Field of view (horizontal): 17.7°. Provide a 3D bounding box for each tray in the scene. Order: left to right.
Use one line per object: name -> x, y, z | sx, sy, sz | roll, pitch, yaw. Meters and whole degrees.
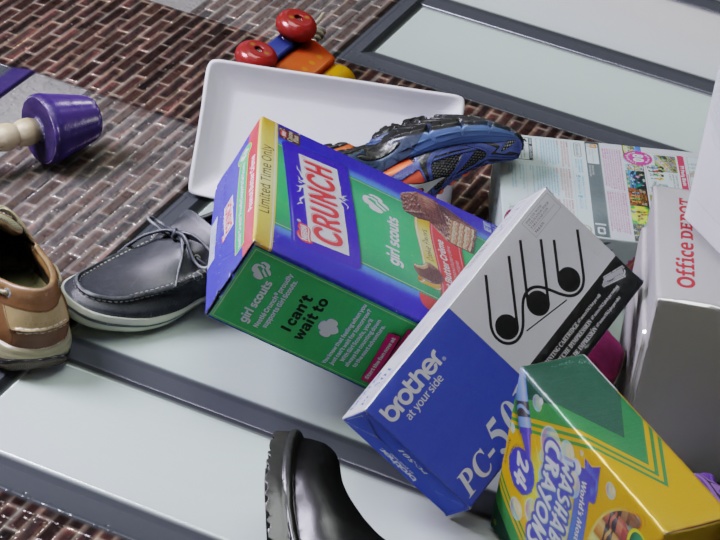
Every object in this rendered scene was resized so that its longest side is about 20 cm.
tray -> -0.026, -0.095, 1.771 | 0.200, 0.107, 0.022 | 9, -1, 0

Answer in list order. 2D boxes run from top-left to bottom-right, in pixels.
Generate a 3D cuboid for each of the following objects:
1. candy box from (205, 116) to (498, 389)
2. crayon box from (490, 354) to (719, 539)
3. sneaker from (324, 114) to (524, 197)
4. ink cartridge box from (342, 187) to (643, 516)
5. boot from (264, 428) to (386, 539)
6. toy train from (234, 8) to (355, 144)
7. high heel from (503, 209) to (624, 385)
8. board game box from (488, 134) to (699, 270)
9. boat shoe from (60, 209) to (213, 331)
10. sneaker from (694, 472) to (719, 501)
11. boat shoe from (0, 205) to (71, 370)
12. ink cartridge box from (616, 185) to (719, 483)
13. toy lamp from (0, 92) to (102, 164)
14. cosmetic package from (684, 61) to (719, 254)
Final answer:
candy box -> 0.000, 0.000, 1.569 | 0.200, 0.077, 0.169 | 24, 30, -15
crayon box -> 0.153, 0.158, 1.370 | 0.052, 0.126, 0.200 | -10, 36, -26
sneaker -> 0.028, -0.067, 1.723 | 0.200, 0.078, 0.075 | -16, 14, -10
ink cartridge box -> 0.087, 0.051, 1.482 | 0.094, 0.044, 0.200 | 44, 68, -8
boot -> 0.025, 0.176, 1.350 | 0.158, 0.079, 0.211 | -3, 44, -5
toy train -> -0.025, -0.153, 1.871 | 0.116, 0.085, 0.200 | 29, 36, 12
high heel -> 0.127, 0.034, 1.586 | 0.096, 0.067, 0.200 | 36, 24, -13
board game box -> 0.199, -0.035, 1.747 | 0.200, 0.064, 0.148 | 6, 33, -1
boat shoe -> -0.124, -0.009, 1.631 | 0.200, 0.062, 0.075 | -17, 42, -32
sneaker -> 0.246, 0.177, 1.411 | 0.083, 0.081, 0.200 | -6, 34, -31
boat shoe -> -0.252, -0.011, 1.590 | 0.076, 0.074, 0.200 | -14, 38, -32
ink cartridge box -> 0.279, 0.051, 1.549 | 0.200, 0.145, 0.147 | 10, 33, 1
toy lamp -> -0.287, -0.093, 1.733 | 0.200, 0.058, 0.058 | -18, 41, -32
cosmetic package -> 0.315, -0.069, 1.424 | 0.123, 0.200, 0.199 | -12, 39, -23
